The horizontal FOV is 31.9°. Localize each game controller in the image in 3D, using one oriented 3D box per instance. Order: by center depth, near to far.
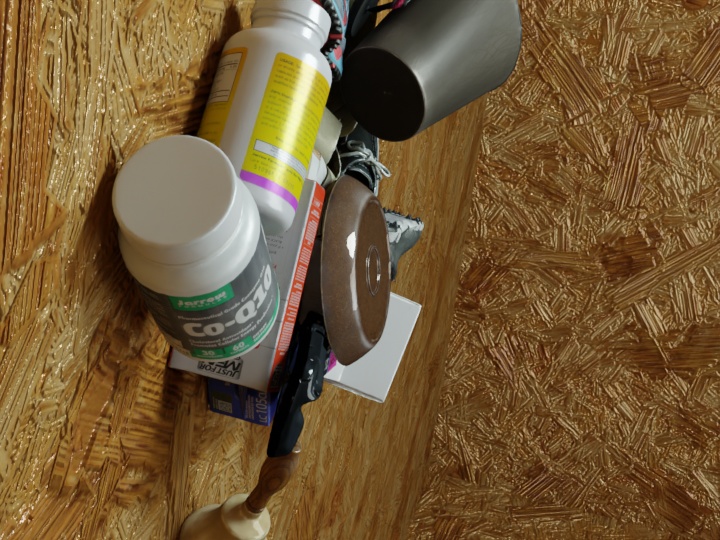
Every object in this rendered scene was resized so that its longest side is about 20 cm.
[{"bbox_3d":[-0.064,0.109,1.238,0.105,0.042,0.200,-62,-175,12],"label":"game controller"}]

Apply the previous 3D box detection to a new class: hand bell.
[{"bbox_3d":[-0.105,0.232,1.282,0.201,0.103,0.105,-58,-175,40],"label":"hand bell"}]

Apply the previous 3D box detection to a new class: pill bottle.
[{"bbox_3d":[-0.130,-0.015,1.007,0.201,0.112,0.114,80,24,-64],"label":"pill bottle"},{"bbox_3d":[-0.085,-0.141,1.122,0.104,0.103,0.202,68,36,-72],"label":"pill bottle"}]

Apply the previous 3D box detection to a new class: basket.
[{"bbox_3d":[0.076,-0.239,1.418,0.200,0.135,0.182,-44,141,-40],"label":"basket"}]

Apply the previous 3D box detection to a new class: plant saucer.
[{"bbox_3d":[0.000,0.000,1.338,0.200,0.034,0.203,0,90,-74],"label":"plant saucer"}]

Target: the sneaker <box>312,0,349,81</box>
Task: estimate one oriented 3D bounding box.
[{"bbox_3d":[-0.050,-0.268,1.290,0.200,0.078,0.097,100,-1,-79],"label":"sneaker"}]

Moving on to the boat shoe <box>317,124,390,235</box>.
[{"bbox_3d":[-0.007,-0.115,1.469,0.068,0.073,0.201,-28,-139,53],"label":"boat shoe"}]

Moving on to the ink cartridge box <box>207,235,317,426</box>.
[{"bbox_3d":[-0.108,0.066,1.341,0.201,0.075,0.138,-65,164,-46],"label":"ink cartridge box"}]

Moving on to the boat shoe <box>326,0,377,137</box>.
[{"bbox_3d":[-0.025,-0.254,1.450,0.066,0.071,0.204,-172,-92,-76],"label":"boat shoe"}]

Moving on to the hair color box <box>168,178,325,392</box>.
[{"bbox_3d":[-0.106,0.006,1.197,0.061,0.100,0.203,37,67,-81],"label":"hair color box"}]

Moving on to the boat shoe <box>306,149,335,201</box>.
[{"bbox_3d":[-0.099,-0.051,1.285,0.069,0.074,0.201,56,49,-37],"label":"boat shoe"}]

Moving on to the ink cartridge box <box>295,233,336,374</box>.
[{"bbox_3d":[-0.044,0.058,1.377,0.095,0.037,0.203,-34,136,-75],"label":"ink cartridge box"}]

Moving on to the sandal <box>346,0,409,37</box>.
[{"bbox_3d":[0.056,-0.323,1.345,0.200,0.045,0.075,-47,179,10],"label":"sandal"}]

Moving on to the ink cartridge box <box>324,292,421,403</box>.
[{"bbox_3d":[-0.014,0.075,1.537,0.200,0.124,0.130,-167,-82,-83],"label":"ink cartridge box"}]

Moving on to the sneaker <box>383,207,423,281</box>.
[{"bbox_3d":[0.029,-0.029,1.599,0.200,0.066,0.092,-23,130,-74],"label":"sneaker"}]

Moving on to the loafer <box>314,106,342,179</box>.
[{"bbox_3d":[-0.056,-0.156,1.368,0.200,0.067,0.077,77,28,-68],"label":"loafer"}]
